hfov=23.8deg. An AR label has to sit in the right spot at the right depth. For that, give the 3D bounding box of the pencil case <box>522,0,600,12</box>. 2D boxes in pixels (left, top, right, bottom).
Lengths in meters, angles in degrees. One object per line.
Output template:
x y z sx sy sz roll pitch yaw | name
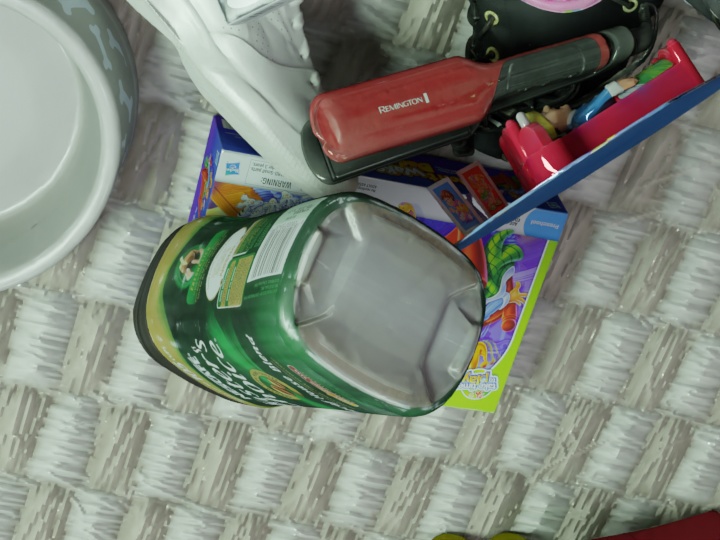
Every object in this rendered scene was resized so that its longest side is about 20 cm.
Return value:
0.126 -0.199 0.788 0.200 0.087 0.088 -45 131 -37 | pencil case

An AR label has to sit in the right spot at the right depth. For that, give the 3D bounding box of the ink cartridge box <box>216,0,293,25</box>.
-0.053 -0.221 0.756 0.099 0.039 0.202 -23 94 20 | ink cartridge box

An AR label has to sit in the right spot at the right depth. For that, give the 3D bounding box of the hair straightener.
0.061 -0.088 0.840 0.199 0.077 0.041 -24 80 -17 | hair straightener

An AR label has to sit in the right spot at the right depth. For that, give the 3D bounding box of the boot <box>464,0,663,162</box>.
0.062 -0.136 0.876 0.201 0.074 0.155 8 120 -15 | boot

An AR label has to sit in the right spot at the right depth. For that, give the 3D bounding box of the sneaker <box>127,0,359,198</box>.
-0.051 -0.126 0.843 0.088 0.075 0.200 -41 104 -9 | sneaker

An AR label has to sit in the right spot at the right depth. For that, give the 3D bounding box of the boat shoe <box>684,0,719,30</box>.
0.223 -0.133 0.874 0.070 0.067 0.199 -45 145 20 | boat shoe

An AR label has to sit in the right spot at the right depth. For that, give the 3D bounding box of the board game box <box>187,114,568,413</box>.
0.000 0.000 0.955 0.198 0.045 0.136 9 117 -17 | board game box

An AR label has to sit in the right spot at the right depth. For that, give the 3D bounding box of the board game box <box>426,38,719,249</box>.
0.110 -0.072 0.818 0.158 0.199 0.039 -36 85 44 | board game box

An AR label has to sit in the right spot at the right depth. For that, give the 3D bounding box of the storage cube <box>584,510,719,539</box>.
0.194 0.277 1.048 0.170 0.180 0.202 -5 123 -36 | storage cube

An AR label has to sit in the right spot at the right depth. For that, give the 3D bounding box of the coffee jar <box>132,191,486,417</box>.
-0.033 0.019 0.824 0.104 0.199 0.086 30 74 -23 | coffee jar

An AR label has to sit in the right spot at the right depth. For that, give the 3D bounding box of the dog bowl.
-0.209 -0.075 0.861 0.198 0.059 0.202 -5 121 -9 | dog bowl

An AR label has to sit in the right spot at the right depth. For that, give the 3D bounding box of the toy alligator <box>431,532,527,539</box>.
0.049 0.206 1.077 0.198 0.054 0.060 0 119 -12 | toy alligator
